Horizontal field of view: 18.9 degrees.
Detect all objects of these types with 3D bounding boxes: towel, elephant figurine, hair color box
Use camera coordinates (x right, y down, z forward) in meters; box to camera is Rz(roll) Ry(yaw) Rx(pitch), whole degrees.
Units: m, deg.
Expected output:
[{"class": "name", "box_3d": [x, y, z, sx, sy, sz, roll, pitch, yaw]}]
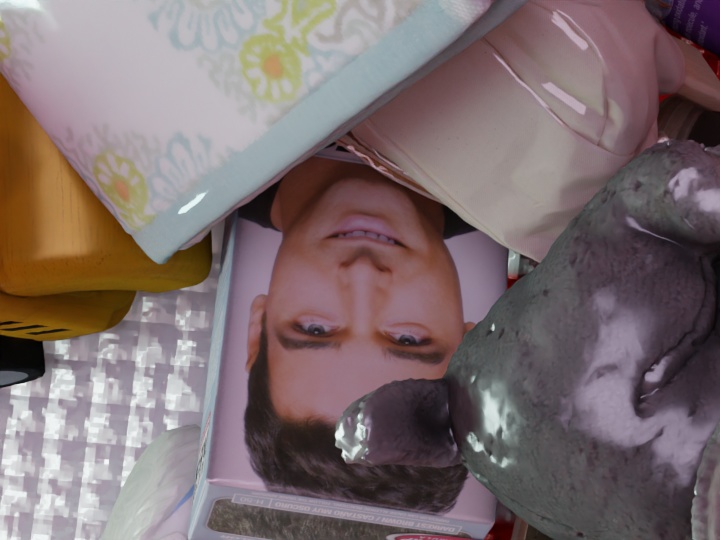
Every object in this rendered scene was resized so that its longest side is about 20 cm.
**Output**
[{"class": "towel", "box_3d": [-0.054, -0.111, 0.669, 0.200, 0.048, 0.172, -34, 94, 41]}, {"class": "elephant figurine", "box_3d": [0.128, 0.066, 0.601, 0.155, 0.141, 0.200, -48, 63, 20]}, {"class": "hair color box", "box_3d": [0.000, 0.000, 0.771, 0.098, 0.061, 0.201, 9, 63, -7]}]

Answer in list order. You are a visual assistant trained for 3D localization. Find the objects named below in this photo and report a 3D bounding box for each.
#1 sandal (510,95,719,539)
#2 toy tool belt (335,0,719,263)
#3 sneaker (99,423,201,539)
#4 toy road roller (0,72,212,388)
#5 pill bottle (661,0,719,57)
[{"class": "sandal", "box_3d": [0.078, 0.032, 0.804, 0.069, 0.078, 0.213, 9, 72, 41]}, {"class": "toy tool belt", "box_3d": [0.030, -0.102, 0.739, 0.200, 0.123, 0.125, 41, 129, 8]}, {"class": "sneaker", "box_3d": [-0.094, 0.152, 0.794, 0.072, 0.072, 0.200, 35, 93, -13]}, {"class": "toy road roller", "box_3d": [-0.143, -0.031, 0.765, 0.145, 0.200, 0.124, -13, 77, 27]}, {"class": "pill bottle", "box_3d": [0.135, -0.141, 0.791, 0.199, 0.112, 0.113, 32, 85, 11]}]
